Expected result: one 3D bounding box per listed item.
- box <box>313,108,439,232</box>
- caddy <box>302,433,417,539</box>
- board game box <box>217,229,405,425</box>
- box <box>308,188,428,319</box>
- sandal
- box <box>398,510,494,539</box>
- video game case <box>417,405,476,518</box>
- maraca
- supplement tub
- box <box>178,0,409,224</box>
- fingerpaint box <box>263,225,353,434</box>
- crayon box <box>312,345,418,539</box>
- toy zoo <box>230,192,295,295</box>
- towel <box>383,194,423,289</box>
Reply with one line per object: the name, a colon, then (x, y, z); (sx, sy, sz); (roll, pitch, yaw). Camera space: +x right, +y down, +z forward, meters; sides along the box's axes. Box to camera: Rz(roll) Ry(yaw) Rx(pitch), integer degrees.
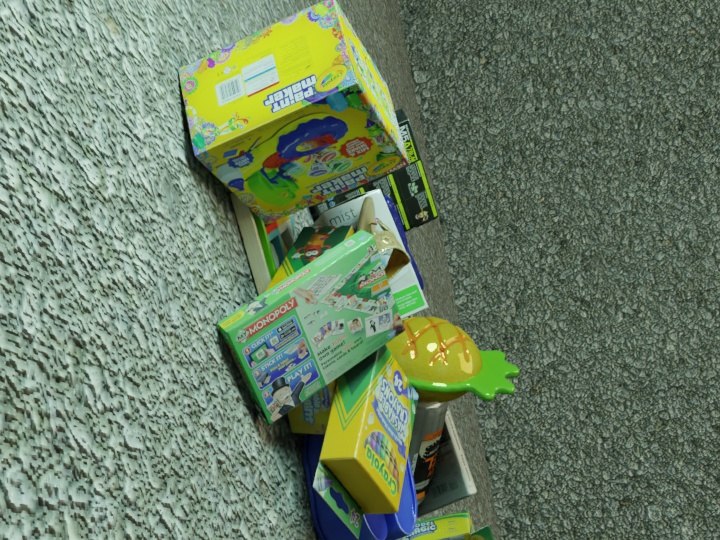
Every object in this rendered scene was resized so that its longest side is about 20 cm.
box: (0.014, -0.133, 1.651); (0.048, 0.191, 0.202); (59, -6, 52)
caddy: (-0.008, 0.271, 1.323); (0.140, 0.104, 0.204); (9, 67, -54)
board game box: (-0.050, 0.063, 1.145); (0.029, 0.198, 0.136); (29, -34, 53)
box: (0.000, 0.000, 1.463); (0.200, 0.095, 0.179); (139, -70, -76)
sandal: (0.029, -0.005, 1.291); (0.078, 0.068, 0.214); (73, 22, -47)
box: (0.097, 0.406, 1.441); (0.049, 0.196, 0.119); (-87, 160, -56)
video game case: (0.078, 0.271, 1.529); (0.023, 0.199, 0.185); (-5, 69, -39)
maraca: (0.112, 0.124, 1.360); (0.138, 0.196, 0.109); (-60, 159, -57)
supplement tub: (0.050, 0.250, 1.448); (0.123, 0.120, 0.204); (-71, 173, -70)
box: (-0.073, -0.177, 1.185); (0.193, 0.197, 0.124); (44, 27, -61)
fingerpaint box: (-0.049, 0.072, 1.273); (0.168, 0.072, 0.203); (-65, 151, -56)
crayon box: (0.011, 0.199, 1.221); (0.126, 0.051, 0.202); (57, 36, -41)
toy zoo: (-0.118, -0.053, 1.339); (0.200, 0.020, 0.134); (-57, 133, -75)
towel: (0.013, -0.015, 1.677); (0.050, 0.146, 0.202); (51, -13, 51)
